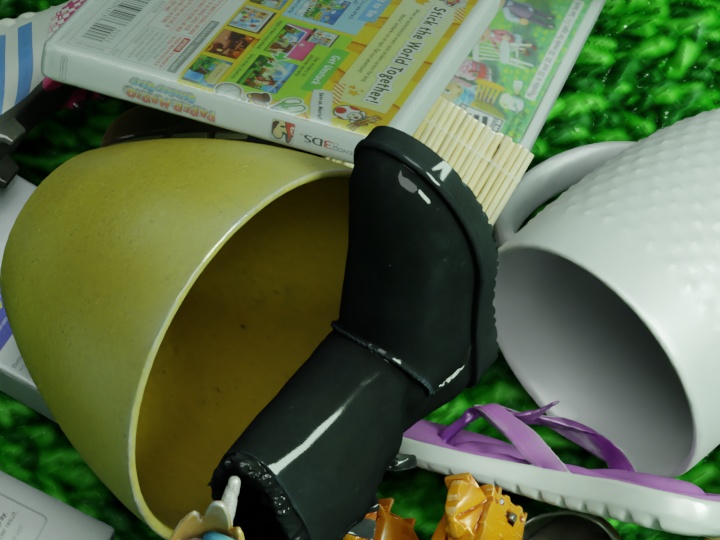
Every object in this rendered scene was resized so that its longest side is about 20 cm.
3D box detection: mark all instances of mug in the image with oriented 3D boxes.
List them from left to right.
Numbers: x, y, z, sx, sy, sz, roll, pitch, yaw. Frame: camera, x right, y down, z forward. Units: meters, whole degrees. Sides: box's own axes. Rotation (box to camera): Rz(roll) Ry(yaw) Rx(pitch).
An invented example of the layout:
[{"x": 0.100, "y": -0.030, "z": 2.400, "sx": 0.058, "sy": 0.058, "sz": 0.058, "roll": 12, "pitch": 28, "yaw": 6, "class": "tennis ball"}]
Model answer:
[{"x": 0.157, "y": -0.011, "z": 1.536, "sx": 0.175, "sy": 0.148, "sz": 0.200, "roll": -38, "pitch": 44, "yaw": -26, "class": "mug"}]

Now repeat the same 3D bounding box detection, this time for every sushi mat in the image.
[{"x": 0.000, "y": 0.000, "z": 1.528, "sx": 0.096, "sy": 0.012, "sz": 0.200, "roll": 31, "pitch": 96, "yaw": 3, "class": "sushi mat"}]

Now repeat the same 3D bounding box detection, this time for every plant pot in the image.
[{"x": -0.093, "y": 0.015, "z": 1.454, "sx": 0.142, "sy": 0.200, "sz": 0.200, "roll": 28, "pitch": 66, "yaw": 31, "class": "plant pot"}]

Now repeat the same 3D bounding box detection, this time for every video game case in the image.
[{"x": -0.041, "y": -0.123, "z": 1.507, "sx": 0.182, "sy": 0.023, "sz": 0.200, "roll": 16, "pitch": 32, "yaw": 12, "class": "video game case"}, {"x": 0.036, "y": -0.155, "z": 1.619, "sx": 0.182, "sy": 0.022, "sz": 0.200, "roll": 23, "pitch": 53, "yaw": 7, "class": "video game case"}]

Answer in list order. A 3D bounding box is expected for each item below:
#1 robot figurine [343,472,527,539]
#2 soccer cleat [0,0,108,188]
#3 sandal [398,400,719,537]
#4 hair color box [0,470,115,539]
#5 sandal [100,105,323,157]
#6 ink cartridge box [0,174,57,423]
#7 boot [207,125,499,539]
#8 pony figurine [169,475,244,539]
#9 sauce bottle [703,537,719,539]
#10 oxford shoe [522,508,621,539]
[{"x": 0.008, "y": 0.198, "z": 1.439, "sx": 0.145, "sy": 0.058, "sz": 0.200, "roll": -11, "pitch": 48, "yaw": 40, "class": "robot figurine"}, {"x": -0.187, "y": -0.109, "z": 1.560, "sx": 0.086, "sy": 0.070, "sz": 0.200, "roll": 33, "pitch": 47, "yaw": 11, "class": "soccer cleat"}, {"x": 0.101, "y": 0.091, "z": 1.486, "sx": 0.202, "sy": 0.082, "sz": 0.050, "roll": 14, "pitch": 90, "yaw": 29, "class": "sandal"}, {"x": -0.233, "y": 0.135, "z": 1.480, "sx": 0.200, "sy": 0.061, "sz": 0.099, "roll": 26, "pitch": 67, "yaw": 7, "class": "hair color box"}, {"x": -0.038, "y": -0.048, "z": 1.577, "sx": 0.200, "sy": 0.054, "sz": 0.080, "roll": 4, "pitch": 56, "yaw": 2, "class": "sandal"}, {"x": -0.214, "y": -0.011, "z": 1.558, "sx": 0.200, "sy": 0.039, "sz": 0.100, "roll": 31, "pitch": 68, "yaw": 8, "class": "ink cartridge box"}, {"x": -0.008, "y": 0.047, "z": 1.400, "sx": 0.073, "sy": 0.198, "sz": 0.162, "roll": 30, "pitch": 64, "yaw": 27, "class": "boot"}, {"x": -0.100, "y": 0.205, "z": 1.381, "sx": 0.166, "sy": 0.200, "sz": 0.193, "roll": 24, "pitch": 67, "yaw": 6, "class": "pony figurine"}, {"x": 0.227, "y": 0.115, "z": 1.515, "sx": 0.065, "sy": 0.065, "sz": 0.200, "roll": 32, "pitch": 59, "yaw": 10, "class": "sauce bottle"}, {"x": 0.068, "y": 0.195, "z": 1.475, "sx": 0.075, "sy": 0.058, "sz": 0.200, "roll": 33, "pitch": 70, "yaw": 9, "class": "oxford shoe"}]
